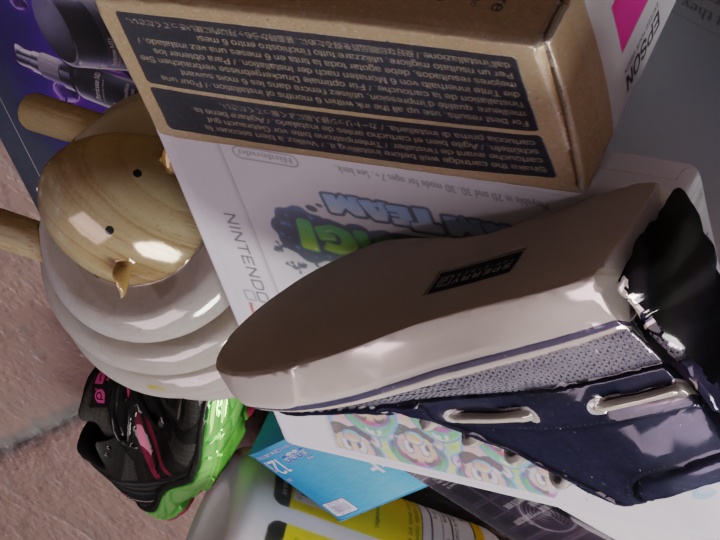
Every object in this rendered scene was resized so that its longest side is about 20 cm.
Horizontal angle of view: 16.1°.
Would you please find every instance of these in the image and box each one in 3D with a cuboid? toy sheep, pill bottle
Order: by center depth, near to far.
[{"bbox_3d":[-0.067,-0.010,1.027,0.137,0.138,0.200,9,174,26],"label":"toy sheep"},{"bbox_3d":[0.008,0.176,1.358,0.199,0.113,0.112,21,149,-13],"label":"pill bottle"}]

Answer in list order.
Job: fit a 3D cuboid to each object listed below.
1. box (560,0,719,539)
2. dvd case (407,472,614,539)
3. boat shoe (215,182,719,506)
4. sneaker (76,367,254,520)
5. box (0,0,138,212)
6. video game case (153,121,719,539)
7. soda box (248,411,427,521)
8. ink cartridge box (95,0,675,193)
[{"bbox_3d":[0.121,-0.019,0.965,0.199,0.172,0.199,28,147,-1],"label":"box"},{"bbox_3d":[0.130,0.113,1.167,0.200,0.016,0.149,33,148,-12],"label":"dvd case"},{"bbox_3d":[0.043,0.039,0.829,0.200,0.075,0.093,-12,120,46],"label":"boat shoe"},{"bbox_3d":[-0.106,0.075,1.351,0.084,0.077,0.200,27,147,-7],"label":"sneaker"},{"bbox_3d":[-0.093,-0.089,1.116,0.141,0.079,0.200,11,144,29],"label":"box"},{"bbox_3d":[0.038,0.018,0.898,0.199,0.024,0.182,11,142,28],"label":"video game case"},{"bbox_3d":[0.031,0.058,1.234,0.064,0.068,0.200,37,146,-18],"label":"soda box"},{"bbox_3d":[0.030,-0.129,0.854,0.164,0.200,0.075,10,144,27],"label":"ink cartridge box"}]
